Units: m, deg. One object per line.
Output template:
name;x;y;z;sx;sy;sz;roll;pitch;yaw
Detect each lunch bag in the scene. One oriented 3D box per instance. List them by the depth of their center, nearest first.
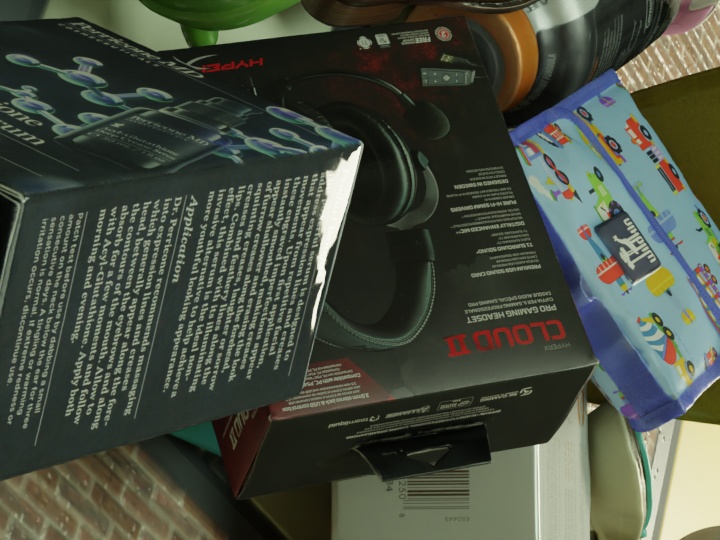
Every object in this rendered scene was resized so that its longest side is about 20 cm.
lunch bag;0.110;-0.002;1.226;0.151;0.094;0.200;57;17;0

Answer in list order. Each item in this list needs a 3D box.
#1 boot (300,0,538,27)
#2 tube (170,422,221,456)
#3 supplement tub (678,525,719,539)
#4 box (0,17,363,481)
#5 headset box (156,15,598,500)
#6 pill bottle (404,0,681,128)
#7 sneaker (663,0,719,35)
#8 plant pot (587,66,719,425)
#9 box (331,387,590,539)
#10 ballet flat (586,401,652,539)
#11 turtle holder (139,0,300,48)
boot;0.076;-0.192;1.194;0.186;0.200;0.064;-22;74;-29
tube;-0.086;0.038;1.110;0.200;0.050;0.078;34;49;-48
supplement tub;0.223;0.266;1.528;0.132;0.131;0.201;56;41;-40
box;-0.120;-0.014;0.913;0.200;0.148;0.108;-13;122;-56
headset box;0.000;0.000;1.085;0.148;0.077;0.201;-8;61;-20
pill bottle;0.094;-0.140;1.377;0.200;0.106;0.107;-37;118;-56
sneaker;0.184;-0.248;1.584;0.089;0.080;0.201;-88;168;-67
plant pot;0.179;-0.015;1.411;0.200;0.175;0.201;-18;103;-78
box;0.052;0.097;1.229;0.200;0.097;0.125;27;62;-77
ballet flat;0.124;0.126;1.391;0.200;0.069;0.070;73;23;-68
turtle holder;-0.062;-0.200;1.082;0.132;0.140;0.186;43;52;-48
